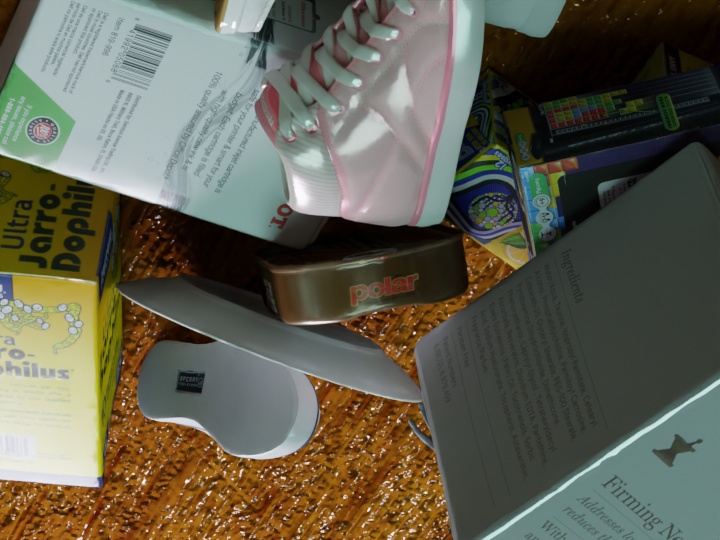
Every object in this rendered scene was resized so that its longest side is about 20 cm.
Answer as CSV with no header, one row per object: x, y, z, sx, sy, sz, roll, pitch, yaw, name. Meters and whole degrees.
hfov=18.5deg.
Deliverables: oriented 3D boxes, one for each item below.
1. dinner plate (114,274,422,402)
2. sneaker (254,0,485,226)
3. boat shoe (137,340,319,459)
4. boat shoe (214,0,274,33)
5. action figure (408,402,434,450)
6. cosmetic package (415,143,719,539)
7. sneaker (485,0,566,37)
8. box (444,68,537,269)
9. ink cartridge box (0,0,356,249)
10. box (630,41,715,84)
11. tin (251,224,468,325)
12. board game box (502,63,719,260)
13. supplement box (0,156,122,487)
-0.052,0.035,1.341,0.200,0.200,0.024,18,93,-16,dinner plate
0.002,-0.104,1.123,0.104,0.075,0.201,0,131,-11,sneaker
-0.071,0.084,1.396,0.066,0.072,0.200,15,171,-32,boat shoe
-0.016,-0.200,1.104,0.069,0.071,0.200,17,118,-17,boat shoe
0.131,0.139,1.472,0.199,0.102,0.119,8,149,-7,action figure
0.163,0.080,1.164,0.200,0.167,0.167,-37,124,20,cosmetic package
0.065,-0.202,1.124,0.115,0.074,0.200,9,138,-10,sneaker
0.127,-0.030,1.308,0.200,0.070,0.064,33,126,-28,box
-0.093,-0.109,1.227,0.199,0.083,0.147,18,136,-16,ink cartridge box
0.243,-0.060,1.284,0.200,0.050,0.075,20,133,-18,box
0.000,0.000,1.277,0.112,0.200,0.042,-15,96,-7,tin
0.177,-0.016,1.241,0.165,0.057,0.200,-13,130,1,board game box
-0.207,0.030,1.366,0.109,0.109,0.200,5,138,-1,supplement box
